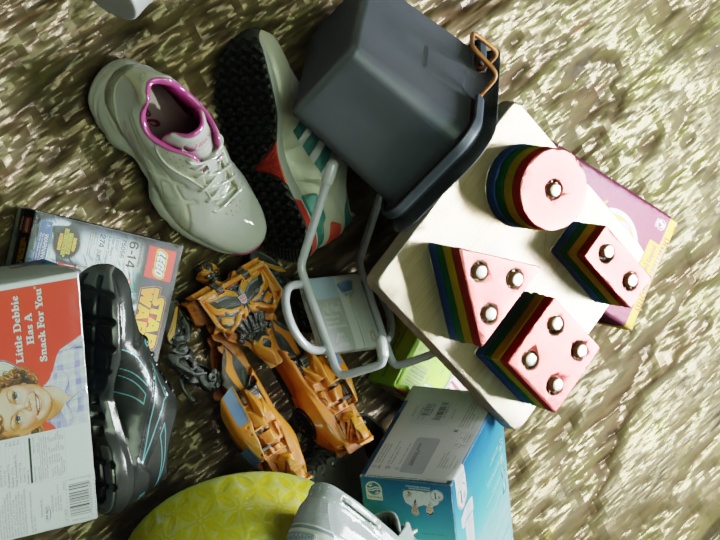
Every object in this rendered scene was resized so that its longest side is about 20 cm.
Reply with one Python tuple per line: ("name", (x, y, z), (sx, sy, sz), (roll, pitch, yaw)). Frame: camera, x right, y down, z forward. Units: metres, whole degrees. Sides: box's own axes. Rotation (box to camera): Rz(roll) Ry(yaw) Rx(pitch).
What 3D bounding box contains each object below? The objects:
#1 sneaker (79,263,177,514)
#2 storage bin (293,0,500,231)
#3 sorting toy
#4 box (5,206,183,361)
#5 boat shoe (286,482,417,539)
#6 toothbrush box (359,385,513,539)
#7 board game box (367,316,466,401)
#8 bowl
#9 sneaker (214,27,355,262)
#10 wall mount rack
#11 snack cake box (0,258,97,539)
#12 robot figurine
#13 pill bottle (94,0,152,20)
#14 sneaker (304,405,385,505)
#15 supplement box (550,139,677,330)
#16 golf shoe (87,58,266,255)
("sneaker", (-0.191, 0.089, 1.673), (0.079, 0.075, 0.201), (-15, 110, -44))
("storage bin", (0.031, -0.154, 1.744), (0.134, 0.200, 0.146), (38, 117, -16))
("sorting toy", (0.138, -0.001, 1.747), (0.199, 0.070, 0.200), (46, 72, -28))
("box", (-0.230, 0.061, 1.700), (0.137, 0.040, 0.201), (13, 88, -33))
("boat shoe", (0.018, 0.227, 1.690), (0.201, 0.070, 0.072), (39, 63, -45))
("toothbrush box", (0.070, 0.222, 1.816), (0.146, 0.085, 0.201), (-56, 144, -54))
("board game box", (0.096, 0.033, 1.897), (0.101, 0.048, 0.200), (32, 78, -31))
("bowl", (-0.091, 0.270, 1.714), (0.199, 0.108, 0.201), (-9, 133, -10))
("sneaker", (-0.056, -0.113, 1.784), (0.093, 0.070, 0.200), (-29, 109, -45))
("wall mount rack", (0.000, 0.000, 1.776), (0.200, 0.074, 0.174), (-5, 76, -65))
("snack cake box", (-0.271, 0.100, 1.611), (0.115, 0.067, 0.201), (-10, 104, -32))
("robot figurine", (-0.078, 0.079, 1.758), (0.145, 0.058, 0.200), (-31, 92, -30))
("pill bottle", (-0.145, -0.296, 1.674), (0.109, 0.109, 0.200), (48, 70, -27))
("sneaker", (-0.045, 0.167, 1.816), (0.200, 0.075, 0.116), (2, 89, -42))
("supplement box", (0.167, -0.040, 1.853), (0.200, 0.086, 0.111), (29, 80, -31))
("golf shoe", (-0.137, -0.086, 1.710), (0.075, 0.091, 0.200), (-50, 116, -20))
